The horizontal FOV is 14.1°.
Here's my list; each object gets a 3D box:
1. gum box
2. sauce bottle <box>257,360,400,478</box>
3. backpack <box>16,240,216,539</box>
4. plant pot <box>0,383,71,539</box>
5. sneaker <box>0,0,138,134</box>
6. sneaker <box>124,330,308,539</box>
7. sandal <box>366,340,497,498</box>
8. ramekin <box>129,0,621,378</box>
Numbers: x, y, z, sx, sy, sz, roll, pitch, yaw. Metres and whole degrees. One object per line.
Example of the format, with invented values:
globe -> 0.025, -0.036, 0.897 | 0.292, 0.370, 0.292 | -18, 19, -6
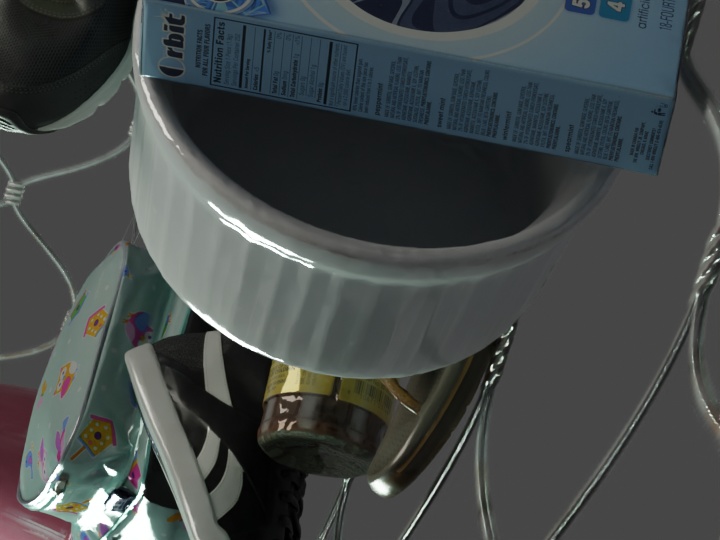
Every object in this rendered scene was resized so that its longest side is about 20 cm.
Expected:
gum box -> 0.030, -0.126, 1.131 | 0.045, 0.199, 0.170 | 99, -177, -47
sauce bottle -> 0.000, 0.000, 1.418 | 0.065, 0.065, 0.201 | 131, 156, -64
backpack -> -0.105, 0.090, 1.611 | 0.200, 0.153, 0.176 | 113, 169, -58
plant pot -> -0.252, 0.169, 2.196 | 0.200, 0.179, 0.201 | -157, 90, -81
sneaker -> -0.111, -0.146, 1.161 | 0.085, 0.074, 0.200 | 95, -166, -59
sneaker -> -0.037, 0.098, 1.434 | 0.073, 0.112, 0.200 | 78, 169, -54
sandal -> 0.032, 0.007, 1.274 | 0.082, 0.054, 0.201 | 133, 157, -67
ramekin -> 0.001, -0.053, 1.173 | 0.098, 0.200, 0.201 | 110, 176, -50
